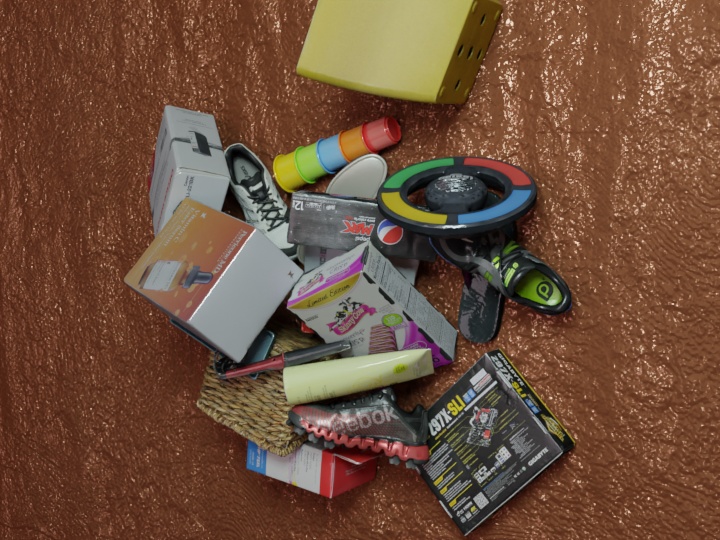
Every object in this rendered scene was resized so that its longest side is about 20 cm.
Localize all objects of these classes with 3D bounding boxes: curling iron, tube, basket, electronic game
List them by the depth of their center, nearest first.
[{"bbox_3d":[0.118,-0.095,1.087,0.199,0.200,0.042,15,126,32],"label":"electronic game"},{"bbox_3d":[-0.002,0.137,1.157,0.198,0.058,0.052,-10,101,2],"label":"tube"},{"bbox_3d":[-0.109,0.113,1.178,0.198,0.026,0.050,-8,90,13],"label":"curling iron"},{"bbox_3d":[-0.123,0.165,1.300,0.199,0.142,0.151,19,100,35],"label":"basket"}]

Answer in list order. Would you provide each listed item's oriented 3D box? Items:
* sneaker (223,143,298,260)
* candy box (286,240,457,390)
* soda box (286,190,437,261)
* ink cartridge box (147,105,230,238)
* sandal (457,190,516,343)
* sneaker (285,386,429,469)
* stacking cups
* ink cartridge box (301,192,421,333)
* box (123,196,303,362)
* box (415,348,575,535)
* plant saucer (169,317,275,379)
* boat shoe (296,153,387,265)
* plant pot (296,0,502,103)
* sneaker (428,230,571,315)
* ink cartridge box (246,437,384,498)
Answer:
[{"bbox_3d":[-0.153,-0.103,1.321,0.075,0.088,0.201,-33,74,-8],"label":"sneaker"},{"bbox_3d":[0.018,0.066,1.175,0.136,0.061,0.200,-26,123,33],"label":"candy box"},{"bbox_3d":[0.006,-0.060,1.159,0.198,0.063,0.072,8,100,5],"label":"soda box"},{"bbox_3d":[-0.267,-0.138,1.344,0.201,0.083,0.145,-113,38,-51],"label":"ink cartridge box"},{"bbox_3d":[0.161,-0.003,1.150,0.075,0.048,0.203,7,98,34],"label":"sandal"},{"bbox_3d":[0.002,0.198,1.179,0.198,0.071,0.099,12,86,1],"label":"sneaker"},{"bbox_3d":[-0.036,-0.170,1.262,0.199,0.060,0.061,-18,84,34],"label":"stacking cups"},{"bbox_3d":[0.000,0.000,1.223,0.161,0.057,0.202,7,95,5],"label":"ink cartridge box"},{"bbox_3d":[-0.202,0.007,1.192,0.199,0.106,0.153,22,73,49],"label":"box"},{"bbox_3d":[0.162,0.230,1.170,0.200,0.049,0.160,-50,65,27],"label":"box"},{"bbox_3d":[-0.198,0.083,1.262,0.199,0.019,0.070,27,97,37],"label":"plant saucer"},{"bbox_3d":[-0.028,-0.092,1.269,0.067,0.057,0.201,35,111,-5],"label":"boat shoe"},{"bbox_3d":[0.064,-0.308,1.113,0.175,0.200,0.202,27,109,18],"label":"plant pot"},{"bbox_3d":[0.178,-0.010,1.081,0.199,0.083,0.071,32,92,0],"label":"sneaker"},{"bbox_3d":[-0.055,0.271,1.281,0.198,0.116,0.068,10,99,34],"label":"ink cartridge box"}]
